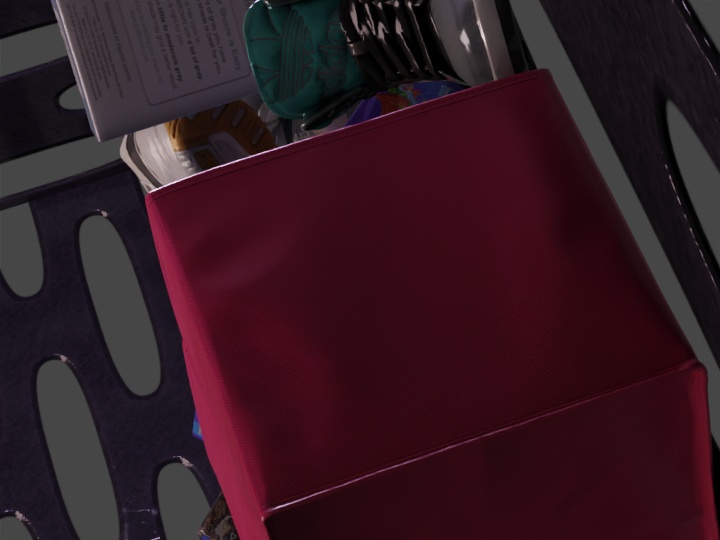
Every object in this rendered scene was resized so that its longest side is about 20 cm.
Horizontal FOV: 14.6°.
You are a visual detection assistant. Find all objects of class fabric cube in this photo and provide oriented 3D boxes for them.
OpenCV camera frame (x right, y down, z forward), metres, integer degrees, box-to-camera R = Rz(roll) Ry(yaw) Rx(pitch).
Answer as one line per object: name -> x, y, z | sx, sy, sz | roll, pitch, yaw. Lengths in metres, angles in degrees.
fabric cube -> 0.035, 0.068, 1.243 | 0.201, 0.195, 0.200 | 79, 169, -45

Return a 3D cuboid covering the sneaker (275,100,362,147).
sneaker -> 0.010, -0.042, 1.846 | 0.201, 0.077, 0.086 | 65, 171, -14

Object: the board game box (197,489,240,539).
board game box -> 0.006, 0.096, 1.525 | 0.096, 0.201, 0.160 | 29, 165, 8

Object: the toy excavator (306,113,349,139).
toy excavator -> -0.063, -0.144, 1.648 | 0.200, 0.100, 0.195 | 48, 166, 20

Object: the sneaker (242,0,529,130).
sneaker -> 0.007, -0.112, 1.347 | 0.200, 0.120, 0.084 | -132, 25, -76

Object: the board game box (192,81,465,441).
board game box -> -0.018, -0.004, 1.534 | 0.045, 0.200, 0.135 | 29, 152, 9

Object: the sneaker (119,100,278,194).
sneaker -> -0.062, -0.022, 1.641 | 0.087, 0.076, 0.201 | -12, 118, 51

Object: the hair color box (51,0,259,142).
hair color box -> -0.065, -0.149, 1.530 | 0.061, 0.199, 0.100 | -132, 25, -76

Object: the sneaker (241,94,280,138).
sneaker -> -0.093, -0.147, 1.804 | 0.201, 0.115, 0.075 | -58, 33, 26
